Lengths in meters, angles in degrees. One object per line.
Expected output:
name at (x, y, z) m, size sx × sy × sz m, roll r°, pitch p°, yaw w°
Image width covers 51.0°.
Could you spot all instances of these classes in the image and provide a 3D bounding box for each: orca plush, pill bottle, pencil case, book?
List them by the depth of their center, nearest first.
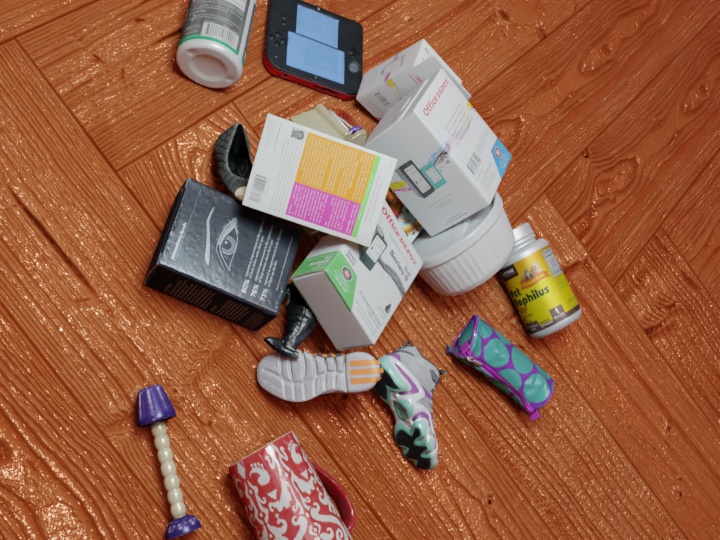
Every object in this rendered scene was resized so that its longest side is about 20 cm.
book at (-0.059, -0.128, 1.091) m, size 0.195 × 0.048 × 0.137 m, roll 19°, pitch 98°, yaw -4°
orca plush at (-0.096, 0.036, 1.180) m, size 0.103 × 0.072 × 0.201 m, roll 16°, pitch 47°, yaw 23°
pill bottle at (-0.236, -0.422, 1.265) m, size 0.111 × 0.113 × 0.205 m, roll 18°, pitch 65°, yaw -22°
pencil case at (0.254, 0.172, 1.349) m, size 0.198 × 0.085 × 0.093 m, roll 38°, pitch 43°, yaw -12°
pill bottle at (0.330, 0.017, 1.431) m, size 0.108 × 0.109 × 0.204 m, roll -23°, pitch 85°, yaw -33°

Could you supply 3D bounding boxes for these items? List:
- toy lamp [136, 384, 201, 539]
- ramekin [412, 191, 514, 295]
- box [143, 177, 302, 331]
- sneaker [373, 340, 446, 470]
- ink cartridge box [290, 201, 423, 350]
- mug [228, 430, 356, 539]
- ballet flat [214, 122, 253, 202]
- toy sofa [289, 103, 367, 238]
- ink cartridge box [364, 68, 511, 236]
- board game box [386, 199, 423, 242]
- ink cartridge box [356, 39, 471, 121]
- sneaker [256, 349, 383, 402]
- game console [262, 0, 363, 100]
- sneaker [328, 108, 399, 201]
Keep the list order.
toy lamp at (-0.268, 0.261, 1.044) m, size 0.057 × 0.058 × 0.205 m, roll -13°, pitch 81°, yaw -31°
ramekin at (0.180, -0.044, 1.323) m, size 0.095 × 0.200 × 0.203 m, roll 51°, pitch 57°, yaw -17°
box at (-0.208, -0.021, 1.146) m, size 0.197 × 0.104 × 0.151 m, roll 25°, pitch 63°, yaw -19°
sneaker at (0.106, 0.215, 1.259) m, size 0.139 × 0.077 × 0.204 m, roll -31°, pitch 102°, yaw -44°
ink cartridge box at (0.000, 0.000, 1.186) m, size 0.147 × 0.083 × 0.201 m, roll 56°, pitch 45°, yaw -22°
mug at (-0.096, 0.348, 1.091) m, size 0.131 × 0.178 × 0.203 m, roll -29°, pitch 82°, yaw 3°
ballet flat at (-0.189, -0.166, 1.180) m, size 0.065 × 0.057 × 0.202 m, roll 19°, pitch 29°, yaw -37°
toy sofa at (-0.060, -0.160, 1.215) m, size 0.096 × 0.203 × 0.083 m, roll -27°, pitch 57°, yaw -29°
ink cartridge box at (0.129, -0.199, 1.285) m, size 0.200 × 0.145 × 0.148 m, roll 47°, pitch 46°, yaw -15°
board game box at (0.076, -0.130, 1.375) m, size 0.126 × 0.035 × 0.201 m, roll 40°, pitch 58°, yaw 0°
ink cartridge box at (0.101, -0.332, 1.357) m, size 0.116 × 0.198 × 0.069 m, roll 37°, pitch 57°, yaw -30°
sneaker at (-0.059, 0.166, 1.185) m, size 0.194 × 0.112 × 0.080 m, roll 1°, pitch 82°, yaw 7°
game console at (-0.084, -0.418, 1.399) m, size 0.196 × 0.031 × 0.182 m, roll 14°, pitch 67°, yaw -25°
sneaker at (-0.001, -0.195, 1.337) m, size 0.201 × 0.077 × 0.073 m, roll 50°, pitch 30°, yaw 10°
